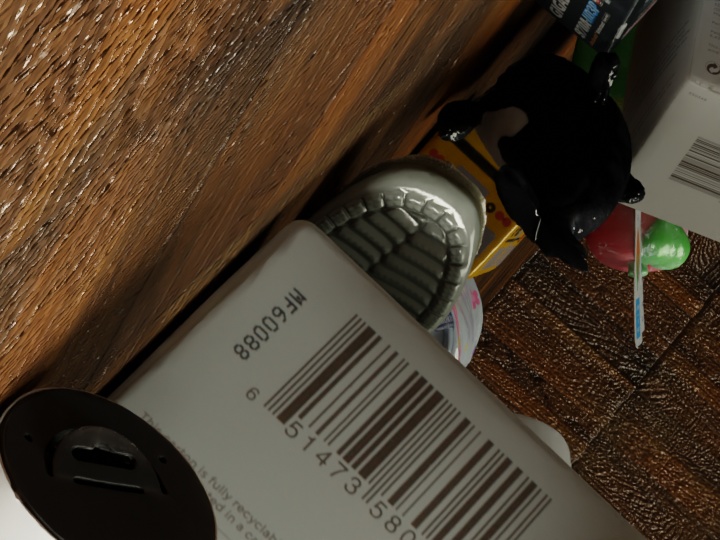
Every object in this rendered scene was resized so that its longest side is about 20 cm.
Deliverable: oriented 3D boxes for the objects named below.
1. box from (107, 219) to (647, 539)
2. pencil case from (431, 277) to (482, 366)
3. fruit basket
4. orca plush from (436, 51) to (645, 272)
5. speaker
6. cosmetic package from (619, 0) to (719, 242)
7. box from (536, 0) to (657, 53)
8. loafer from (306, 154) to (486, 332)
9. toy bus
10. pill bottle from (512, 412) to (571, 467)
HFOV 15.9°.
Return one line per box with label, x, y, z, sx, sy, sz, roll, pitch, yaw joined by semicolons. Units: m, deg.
box;-0.036;0.136;1.028;0.200;0.199;0.171;-44;174;-32
pencil case;0.017;0.025;1.368;0.083;0.091;0.200;-21;178;8
fruit basket;0.168;-0.061;1.491;0.093;0.202;0.185;-5;-179;8
orca plush;0.090;-0.073;1.200;0.071;0.105;0.200;-67;172;20
speaker;-0.130;0.130;0.838;0.200;0.081;0.081;-51;175;28
cosmetic package;0.191;-0.127;1.304;0.108;0.084;0.201;120;-12;-54
box;0.169;-0.200;1.167;0.200;0.046;0.159;-48;176;-10
loafer;0.000;0.000;1.139;0.070;0.075;0.200;-60;-172;-36
toy bus;0.065;-0.042;1.375;0.078;0.065;0.200;-49;176;6
pill bottle;0.061;0.175;1.212;0.116;0.115;0.201;126;-33;-50
